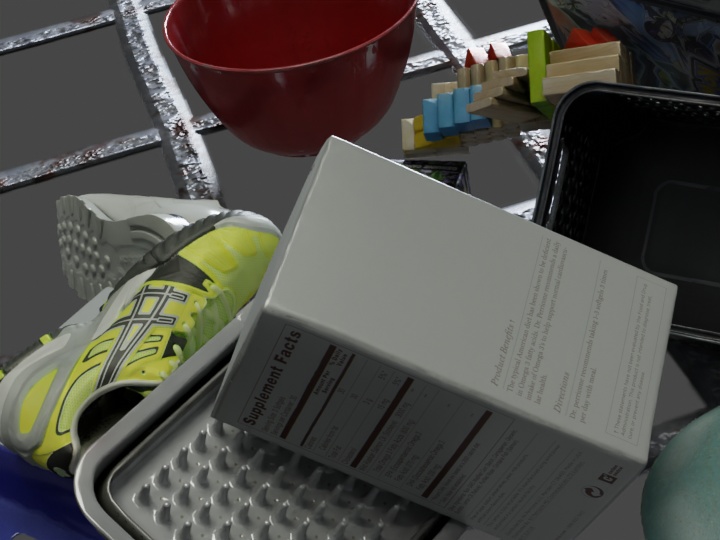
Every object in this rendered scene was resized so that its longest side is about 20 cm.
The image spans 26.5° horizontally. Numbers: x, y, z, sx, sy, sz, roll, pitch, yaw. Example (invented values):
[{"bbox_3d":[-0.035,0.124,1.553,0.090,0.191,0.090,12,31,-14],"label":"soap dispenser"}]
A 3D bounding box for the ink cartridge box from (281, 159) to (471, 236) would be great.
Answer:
[{"bbox_3d":[0.000,0.000,0.995,0.108,0.051,0.200,2,37,18],"label":"ink cartridge box"}]

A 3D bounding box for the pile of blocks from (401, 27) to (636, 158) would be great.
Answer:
[{"bbox_3d":[0.089,-0.123,0.982,0.082,0.063,0.199,7,-14,-43],"label":"pile of blocks"}]

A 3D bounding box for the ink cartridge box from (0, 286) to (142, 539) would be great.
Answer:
[{"bbox_3d":[-0.140,0.102,0.890,0.199,0.041,0.200,16,46,32],"label":"ink cartridge box"}]

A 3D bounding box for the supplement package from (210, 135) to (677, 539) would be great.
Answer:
[{"bbox_3d":[0.042,0.042,0.784,0.199,0.117,0.117,23,53,-4],"label":"supplement package"}]

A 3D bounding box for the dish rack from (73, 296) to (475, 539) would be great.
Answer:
[{"bbox_3d":[-0.036,0.113,0.808,0.171,0.044,0.200,40,53,10],"label":"dish rack"}]

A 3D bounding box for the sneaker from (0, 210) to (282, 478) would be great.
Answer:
[{"bbox_3d":[-0.114,0.046,0.871,0.200,0.076,0.076,-42,52,-17],"label":"sneaker"}]

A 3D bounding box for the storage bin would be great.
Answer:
[{"bbox_3d":[0.208,-0.024,0.879,0.199,0.136,0.094,11,-2,29],"label":"storage bin"}]

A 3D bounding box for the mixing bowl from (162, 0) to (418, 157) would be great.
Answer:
[{"bbox_3d":[-0.044,-0.158,1.178,0.199,0.109,0.201,-8,35,6],"label":"mixing bowl"}]

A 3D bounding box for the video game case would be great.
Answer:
[{"bbox_3d":[0.209,-0.114,0.976,0.180,0.200,0.026,24,69,39],"label":"video game case"}]

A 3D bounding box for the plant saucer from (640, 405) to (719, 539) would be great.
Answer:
[{"bbox_3d":[0.244,0.112,0.785,0.200,0.039,0.202,-8,36,6],"label":"plant saucer"}]

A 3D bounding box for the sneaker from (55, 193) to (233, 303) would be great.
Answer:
[{"bbox_3d":[-0.140,-0.018,1.035,0.080,0.077,0.199,-19,20,-35],"label":"sneaker"}]
